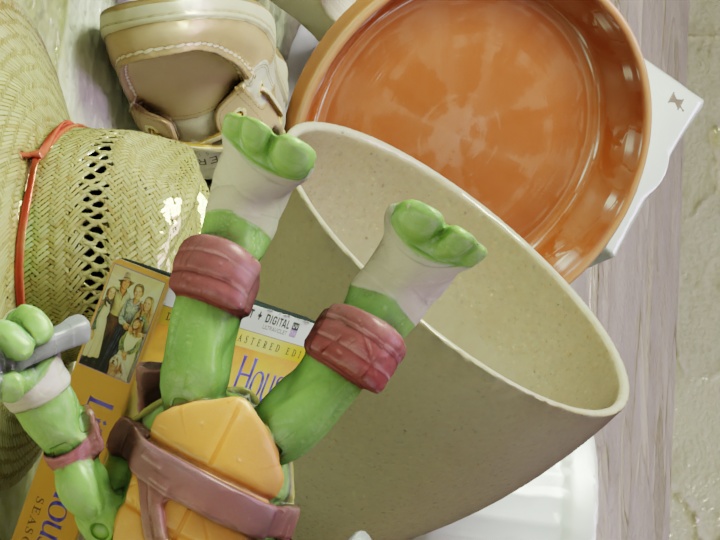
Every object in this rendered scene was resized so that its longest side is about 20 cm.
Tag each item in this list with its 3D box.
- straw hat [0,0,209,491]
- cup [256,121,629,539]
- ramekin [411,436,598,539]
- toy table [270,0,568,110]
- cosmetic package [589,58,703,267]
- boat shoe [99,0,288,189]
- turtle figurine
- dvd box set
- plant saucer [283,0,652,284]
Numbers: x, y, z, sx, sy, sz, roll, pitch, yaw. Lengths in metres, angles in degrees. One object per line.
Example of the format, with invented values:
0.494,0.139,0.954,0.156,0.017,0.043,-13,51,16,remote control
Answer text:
-0.100,-0.010,1.054,0.201,0.085,0.202,-2,90,-77,straw hat
0.004,0.049,1.274,0.143,0.200,0.200,-51,179,18,cup
0.042,0.135,1.480,0.200,0.098,0.201,-171,-90,-70,ramekin
0.022,-0.121,1.461,0.117,0.183,0.200,90,12,-75,toy table
0.102,-0.054,1.563,0.113,0.081,0.200,-59,-170,-21,cosmetic package
-0.068,-0.075,1.237,0.200,0.074,0.069,37,47,-75,boat shoe
-0.049,0.049,0.892,0.200,0.144,0.194,38,77,-52,turtle figurine
-0.082,0.102,1.034,0.146,0.029,0.200,22,88,-64,dvd box set
0.052,-0.065,1.366,0.032,0.200,0.201,-138,-145,-58,plant saucer
